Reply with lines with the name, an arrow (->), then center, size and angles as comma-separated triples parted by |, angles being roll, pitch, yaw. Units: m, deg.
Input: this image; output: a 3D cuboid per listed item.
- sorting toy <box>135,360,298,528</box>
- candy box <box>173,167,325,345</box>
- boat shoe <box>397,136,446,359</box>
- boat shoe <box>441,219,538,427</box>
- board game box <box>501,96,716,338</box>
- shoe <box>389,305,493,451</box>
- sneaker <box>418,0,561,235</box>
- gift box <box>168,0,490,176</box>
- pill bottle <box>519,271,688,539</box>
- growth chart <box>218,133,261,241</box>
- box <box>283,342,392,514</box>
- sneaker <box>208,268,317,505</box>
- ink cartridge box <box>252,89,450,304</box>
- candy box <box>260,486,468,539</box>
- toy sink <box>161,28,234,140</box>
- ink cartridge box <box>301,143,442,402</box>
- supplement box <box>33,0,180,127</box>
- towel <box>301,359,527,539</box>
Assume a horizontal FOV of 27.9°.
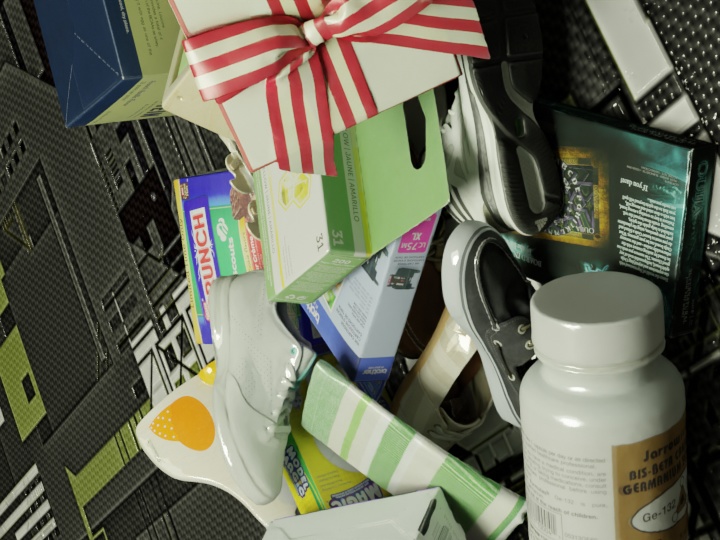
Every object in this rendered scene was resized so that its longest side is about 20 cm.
sorting toy -> -0.072, 0.175, 1.344 | 0.180, 0.199, 0.107 | 51, 117, 25
candy box -> -0.092, -0.017, 1.384 | 0.199, 0.077, 0.171 | -2, 98, 56
boat shoe -> 0.033, -0.027, 1.211 | 0.074, 0.075, 0.202 | -29, 76, 50
boat shoe -> 0.119, 0.048, 1.073 | 0.066, 0.070, 0.201 | 14, 137, 39
board game box -> 0.166, -0.046, 1.057 | 0.199, 0.028, 0.137 | 25, 119, 48
shoe -> 0.075, 0.097, 1.188 | 0.053, 0.069, 0.201 | 55, 137, 41
sneaker -> 0.076, -0.123, 1.071 | 0.115, 0.075, 0.202 | -1, 100, 52
gift box -> -0.033, -0.185, 0.989 | 0.201, 0.183, 0.187 | 60, -176, -33
pill bottle -> 0.168, 0.110, 1.003 | 0.114, 0.114, 0.202 | 22, 125, 50
growth chart -> -0.064, -0.105, 1.268 | 0.018, 0.144, 0.202 | -26, 80, 50
box -> -0.014, 0.163, 1.290 | 0.048, 0.117, 0.201 | -48, 62, 49
sneaker -> -0.075, 0.094, 1.231 | 0.088, 0.075, 0.202 | -11, 76, 15
ink cartridge box -> -0.014, -0.077, 1.093 | 0.200, 0.048, 0.147 | -37, 54, 52
candy box -> 0.027, 0.289, 1.191 | 0.167, 0.072, 0.201 | -17, 114, 29
toy sink -> -0.080, -0.225, 1.203 | 0.130, 0.111, 0.201 | -37, 36, 52
ink cartridge box -> 0.000, 0.000, 1.158 | 0.120, 0.042, 0.201 | 54, 139, 46
supplement box -> -0.181, -0.254, 1.335 | 0.134, 0.199, 0.202 | -23, 81, 54
towel -> 0.040, 0.155, 1.179 | 0.199, 0.023, 0.153 | 36, 157, 8
